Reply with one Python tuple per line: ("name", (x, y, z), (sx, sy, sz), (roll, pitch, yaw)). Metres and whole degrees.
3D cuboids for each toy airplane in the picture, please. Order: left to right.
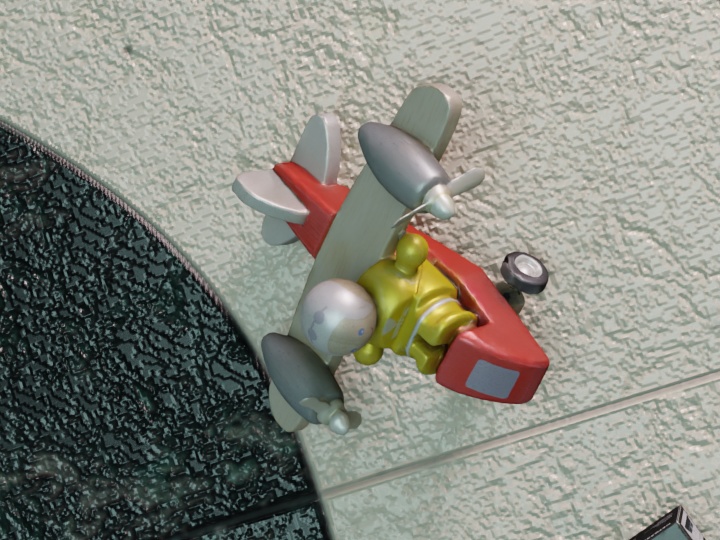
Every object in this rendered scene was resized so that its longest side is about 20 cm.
("toy airplane", (0.000, 0.000, 1.128), (0.198, 0.141, 0.202), (-9, 107, 32))

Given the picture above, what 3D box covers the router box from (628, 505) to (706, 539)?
("router box", (0.162, 0.267, 1.159), (0.199, 0.052, 0.158), (-37, 87, 13))
